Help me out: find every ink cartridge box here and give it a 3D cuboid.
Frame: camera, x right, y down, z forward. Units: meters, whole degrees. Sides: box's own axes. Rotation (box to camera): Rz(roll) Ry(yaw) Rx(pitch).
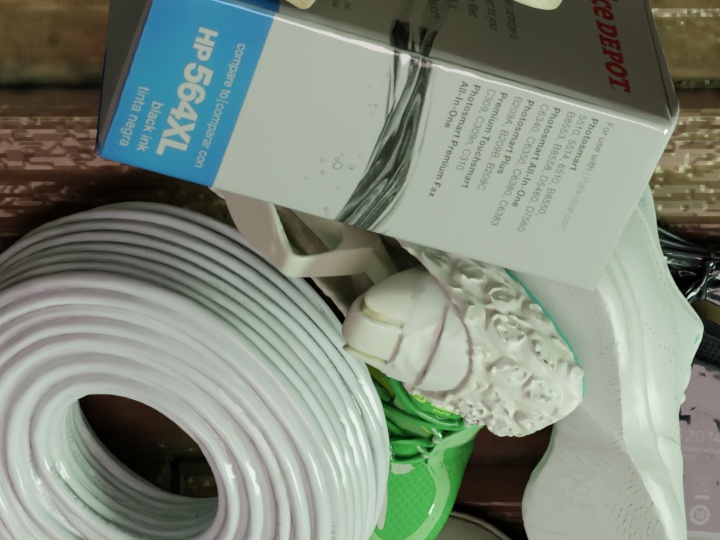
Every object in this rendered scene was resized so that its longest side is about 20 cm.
[{"bbox_3d":[0.008,-0.083,1.118,0.200,0.146,0.084,17,120,-11],"label":"ink cartridge box"}]

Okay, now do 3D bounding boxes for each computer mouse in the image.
[{"bbox_3d":[0.137,0.077,1.274,0.138,0.053,0.200,10,102,-4],"label":"computer mouse"}]

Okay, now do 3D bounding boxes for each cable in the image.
[{"bbox_3d":[-0.088,0.071,1.231,0.200,0.069,0.200,-11,115,30],"label":"cable"}]

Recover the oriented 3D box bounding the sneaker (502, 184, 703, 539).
[{"bbox_3d":[0.113,0.056,1.211,0.075,0.088,0.200,13,126,31],"label":"sneaker"}]

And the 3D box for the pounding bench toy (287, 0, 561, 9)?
[{"bbox_3d":[-0.005,-0.185,1.046,0.200,0.156,0.124,31,116,-20],"label":"pounding bench toy"}]

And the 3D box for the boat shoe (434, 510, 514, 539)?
[{"bbox_3d":[0.077,0.158,1.323,0.200,0.067,0.057,14,141,-6],"label":"boat shoe"}]

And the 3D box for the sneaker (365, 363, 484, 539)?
[{"bbox_3d":[0.026,0.044,1.235,0.074,0.084,0.200,12,118,-6],"label":"sneaker"}]

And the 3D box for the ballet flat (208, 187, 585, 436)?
[{"bbox_3d":[0.000,0.000,1.161,0.200,0.072,0.072,45,119,19],"label":"ballet flat"}]
